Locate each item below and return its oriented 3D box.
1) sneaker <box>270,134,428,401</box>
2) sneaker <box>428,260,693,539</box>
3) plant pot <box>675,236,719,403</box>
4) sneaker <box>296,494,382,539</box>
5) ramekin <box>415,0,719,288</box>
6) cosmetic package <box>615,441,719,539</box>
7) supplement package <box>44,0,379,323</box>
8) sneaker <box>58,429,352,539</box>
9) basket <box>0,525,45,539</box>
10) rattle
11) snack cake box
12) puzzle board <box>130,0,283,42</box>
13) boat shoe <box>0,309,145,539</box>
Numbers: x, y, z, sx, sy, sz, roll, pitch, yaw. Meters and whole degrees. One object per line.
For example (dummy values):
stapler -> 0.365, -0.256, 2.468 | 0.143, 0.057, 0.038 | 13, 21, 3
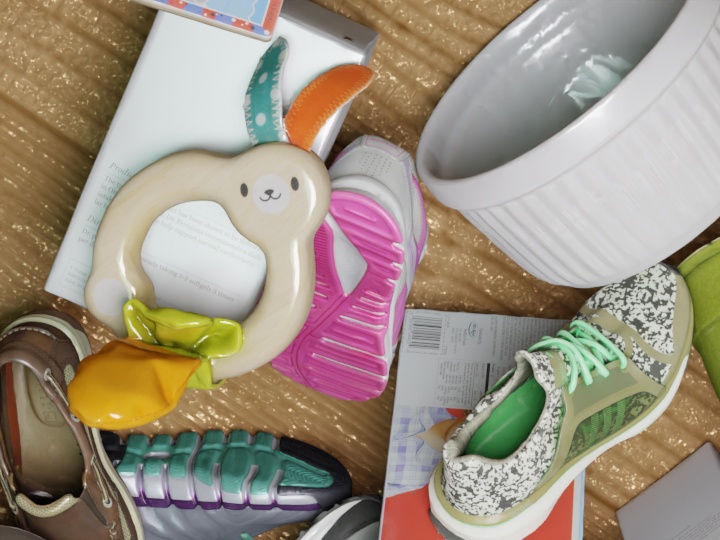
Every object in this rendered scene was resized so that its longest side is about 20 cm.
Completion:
sneaker -> 0.000, 0.000, 1.373 | 0.081, 0.088, 0.200 | 24, 140, 4
sneaker -> 0.112, 0.063, 1.275 | 0.077, 0.089, 0.200 | 33, 69, 25
plant pot -> 0.291, 0.076, 1.321 | 0.200, 0.200, 0.193 | -10, 72, 1
sneaker -> -0.026, 0.226, 1.386 | 0.079, 0.074, 0.200 | 24, 84, 23
ramekin -> 0.139, -0.081, 1.322 | 0.200, 0.200, 0.105 | -39, 110, 7
cosmetic package -> 0.221, 0.191, 1.383 | 0.081, 0.200, 0.113 | -39, 99, 8
supplement package -> -0.083, -0.065, 1.351 | 0.117, 0.117, 0.200 | 25, 102, 1
sneaker -> -0.103, 0.148, 1.438 | 0.200, 0.074, 0.088 | 4, 114, 9
basket -> -0.240, 0.242, 1.369 | 0.180, 0.136, 0.200 | 33, 136, -6
rattle -> -0.079, -0.026, 1.231 | 0.130, 0.143, 0.200 | 48, 111, 20
snack cake box -> 0.072, 0.117, 1.355 | 0.115, 0.200, 0.067 | 5, 135, 4
puzzle board -> -0.097, -0.231, 1.302 | 0.151, 0.017, 0.200 | 17, 62, -4
boat shoe -> -0.178, 0.128, 1.362 | 0.075, 0.075, 0.202 | -11, 106, 14
